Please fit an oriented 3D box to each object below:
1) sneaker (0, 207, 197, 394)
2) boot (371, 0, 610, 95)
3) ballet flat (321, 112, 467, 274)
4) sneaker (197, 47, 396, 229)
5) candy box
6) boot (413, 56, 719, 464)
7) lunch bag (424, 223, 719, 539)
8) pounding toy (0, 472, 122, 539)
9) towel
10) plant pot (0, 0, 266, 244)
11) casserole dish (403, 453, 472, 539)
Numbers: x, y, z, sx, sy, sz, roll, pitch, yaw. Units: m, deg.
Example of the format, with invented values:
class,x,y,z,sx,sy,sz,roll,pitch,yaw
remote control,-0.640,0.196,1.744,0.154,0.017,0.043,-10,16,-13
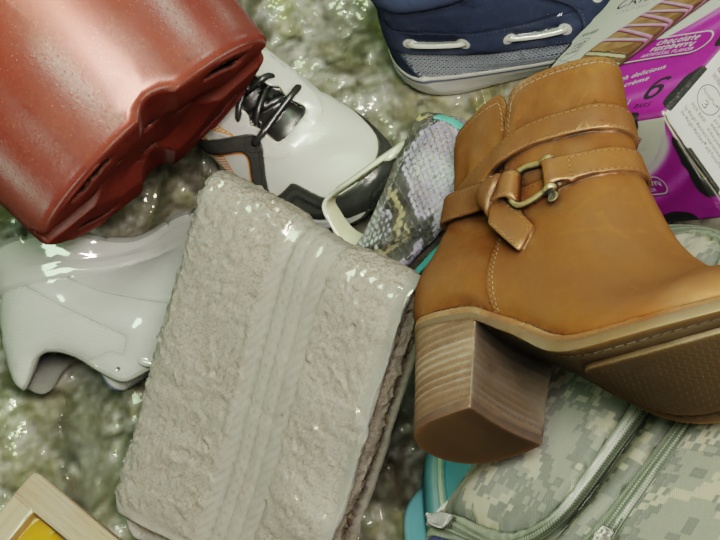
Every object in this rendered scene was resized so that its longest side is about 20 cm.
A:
class,x,y,z,sx,sy,sz,roll,pitch,yaw
sneaker,-0.099,0.017,0.997,0.199,0.074,0.088,-10,75,20
boot,0.103,-0.150,0.993,0.199,0.090,0.073,-16,62,9
ballet flat,0.000,0.000,0.920,0.201,0.072,0.072,-53,54,32
sneaker,-0.067,-0.090,1.024,0.200,0.080,0.074,30,75,25
candy box,0.165,-0.107,0.890,0.200,0.061,0.136,-47,21,-25
boot,0.104,-0.015,0.759,0.200,0.077,0.156,-24,47,43
lunch bag,0.139,0.085,0.809,0.167,0.139,0.200,24,71,44
pounding toy,-0.139,0.226,0.858,0.184,0.142,0.200,34,78,28
towel,-0.047,0.065,0.906,0.132,0.034,0.201,29,115,28
plant pot,-0.162,-0.132,0.935,0.201,0.201,0.195,-42,86,-5
casserole dish,0.113,0.106,0.899,0.199,0.039,0.122,-12,62,12
